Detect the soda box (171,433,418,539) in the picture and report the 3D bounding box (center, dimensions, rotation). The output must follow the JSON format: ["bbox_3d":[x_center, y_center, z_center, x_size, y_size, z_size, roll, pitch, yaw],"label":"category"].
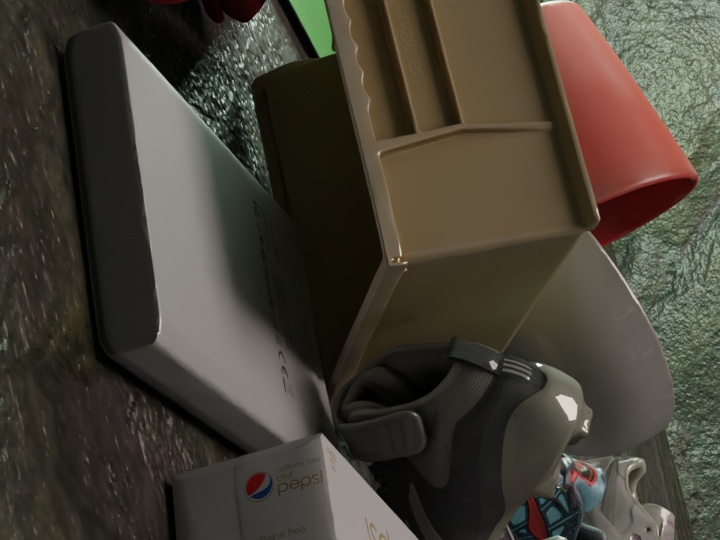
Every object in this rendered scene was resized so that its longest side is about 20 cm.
[{"bbox_3d":[-0.005,0.138,0.726,0.200,0.063,0.069,55,22,-57],"label":"soda box"}]

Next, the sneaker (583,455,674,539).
[{"bbox_3d":[0.205,0.235,1.438,0.075,0.099,0.201,57,22,-58],"label":"sneaker"}]

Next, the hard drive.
[{"bbox_3d":[-0.061,0.002,0.748,0.200,0.026,0.133,49,27,-63],"label":"hard drive"}]

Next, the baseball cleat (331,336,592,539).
[{"bbox_3d":[0.027,0.095,0.825,0.201,0.106,0.070,-61,-175,42],"label":"baseball cleat"}]

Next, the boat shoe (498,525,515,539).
[{"bbox_3d":[0.046,0.125,0.965,0.066,0.070,0.201,53,22,-38],"label":"boat shoe"}]

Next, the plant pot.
[{"bbox_3d":[0.153,-0.110,1.500,0.178,0.199,0.200,66,11,12],"label":"plant pot"}]

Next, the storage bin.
[{"bbox_3d":[0.017,-0.063,0.829,0.200,0.093,0.200,111,-32,-67],"label":"storage bin"}]

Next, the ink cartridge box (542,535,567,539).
[{"bbox_3d":[0.115,0.273,1.025,0.145,0.084,0.201,-92,160,-50],"label":"ink cartridge box"}]

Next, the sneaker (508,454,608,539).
[{"bbox_3d":[0.104,0.127,1.143,0.080,0.095,0.201,-91,160,-52],"label":"sneaker"}]

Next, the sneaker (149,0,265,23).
[{"bbox_3d":[-0.061,-0.151,0.831,0.201,0.078,0.116,-89,157,-51],"label":"sneaker"}]

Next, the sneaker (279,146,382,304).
[{"bbox_3d":[0.000,0.000,0.953,0.079,0.065,0.202,86,-9,-72],"label":"sneaker"}]

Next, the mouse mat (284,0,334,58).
[{"bbox_3d":[-0.040,-0.215,1.164,0.161,0.007,0.201,60,19,-46],"label":"mouse mat"}]

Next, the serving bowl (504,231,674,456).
[{"bbox_3d":[0.078,0.026,0.989,0.200,0.066,0.200,49,-16,19],"label":"serving bowl"}]
